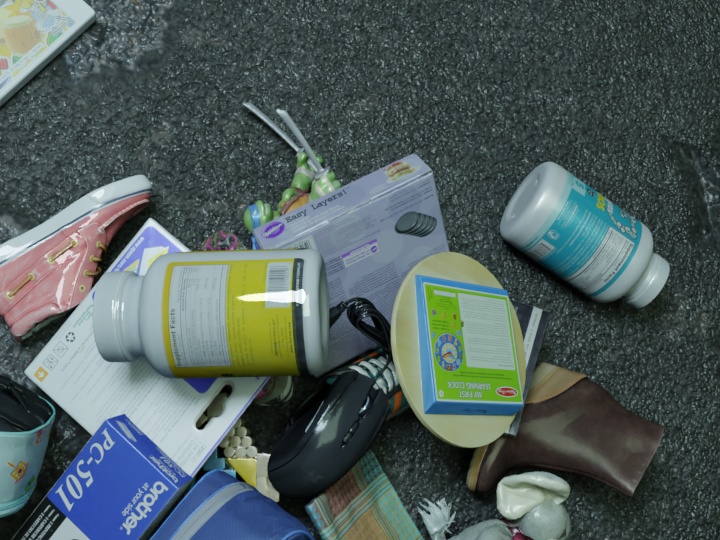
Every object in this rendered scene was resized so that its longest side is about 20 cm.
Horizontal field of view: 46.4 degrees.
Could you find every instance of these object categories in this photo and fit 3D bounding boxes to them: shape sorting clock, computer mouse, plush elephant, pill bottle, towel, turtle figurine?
[{"bbox_3d":[0.104,0.081,0.871,0.198,0.039,0.203,18,63,-37],"label":"shape sorting clock"},{"bbox_3d":[-0.025,0.125,0.814,0.200,0.046,0.141,-42,113,-11],"label":"computer mouse"},{"bbox_3d":[0.167,0.301,0.876,0.153,0.165,0.201,-26,54,-1],"label":"plush elephant"},{"bbox_3d":[0.277,-0.036,1.026,0.199,0.111,0.112,33,69,-9],"label":"pill bottle"},{"bbox_3d":[-0.129,0.039,0.751,0.196,0.112,0.114,-2,76,4],"label":"pill bottle"},{"bbox_3d":[0.030,0.297,0.866,0.202,0.022,0.146,59,26,2],"label":"towel"},{"bbox_3d":[-0.028,-0.101,0.927,0.191,0.144,0.204,4,79,-22],"label":"turtle figurine"}]

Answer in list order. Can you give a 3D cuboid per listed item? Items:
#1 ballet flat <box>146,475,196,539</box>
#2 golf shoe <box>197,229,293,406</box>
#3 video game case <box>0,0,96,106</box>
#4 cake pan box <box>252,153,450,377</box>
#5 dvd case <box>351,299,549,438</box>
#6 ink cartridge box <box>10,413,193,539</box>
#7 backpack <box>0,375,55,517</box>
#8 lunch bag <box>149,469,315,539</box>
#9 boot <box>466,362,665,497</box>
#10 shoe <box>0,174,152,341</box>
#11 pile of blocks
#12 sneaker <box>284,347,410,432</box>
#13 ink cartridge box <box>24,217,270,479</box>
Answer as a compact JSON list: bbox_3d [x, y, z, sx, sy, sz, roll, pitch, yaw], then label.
[{"bbox_3d":[-0.210,0.285,0.814,0.072,0.073,0.203,13,75,-14],"label":"ballet flat"},{"bbox_3d":[-0.125,0.053,0.902,0.072,0.092,0.202,-24,65,11],"label":"golf shoe"},{"bbox_3d":[-0.422,-0.275,0.906,0.182,0.023,0.201,41,69,-5],"label":"video game case"},{"bbox_3d":[0.000,0.000,0.884,0.198,0.052,0.186,-27,128,-9],"label":"cake pan box"},{"bbox_3d":[0.101,0.086,0.953,0.197,0.016,0.151,17,71,10],"label":"dvd case"},{"bbox_3d":[-0.253,0.241,0.771,0.094,0.044,0.201,39,93,8],"label":"ink cartridge box"},{"bbox_3d":[-0.377,0.153,0.736,0.197,0.176,0.156,10,90,-14],"label":"backpack"},{"bbox_3d":[-0.110,0.290,0.786,0.131,0.201,0.136,27,62,36],"label":"lunch bag"},{"bbox_3d":[0.230,0.203,0.939,0.165,0.073,0.200,30,58,26],"label":"boot"},{"bbox_3d":[-0.287,-0.014,0.863,0.199,0.071,0.092,-33,89,-17],"label":"shoe"},{"bbox_3d":[-0.154,0.164,0.869,0.082,0.062,0.201,-37,82,-10],"label":"pile of blocks"},{"bbox_3d":[0.008,0.128,0.891,0.199,0.080,0.072,-35,73,-9],"label":"sneaker"},{"bbox_3d":[-0.194,0.088,0.825,0.199,0.043,0.199,39,85,10],"label":"ink cartridge box"}]
